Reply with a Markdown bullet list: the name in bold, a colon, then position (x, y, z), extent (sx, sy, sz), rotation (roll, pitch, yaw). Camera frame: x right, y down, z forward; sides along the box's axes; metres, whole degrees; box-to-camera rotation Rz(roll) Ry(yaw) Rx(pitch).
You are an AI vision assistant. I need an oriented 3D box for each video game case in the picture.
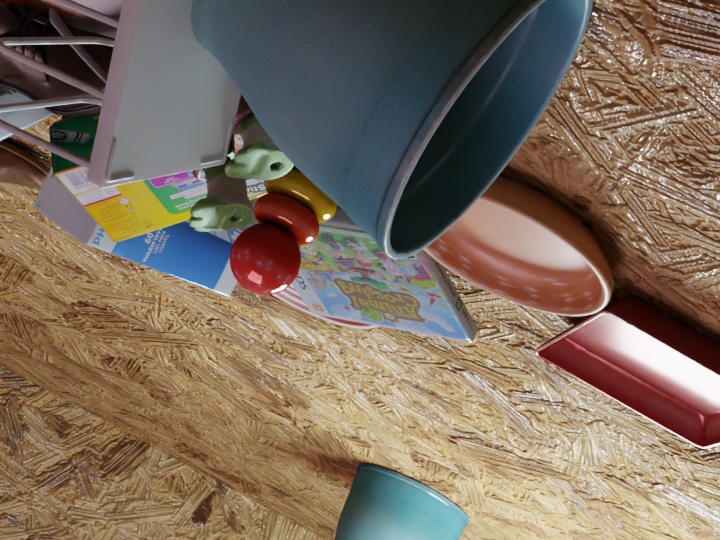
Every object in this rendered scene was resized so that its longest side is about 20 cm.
- **video game case**: position (0.000, 0.000, 1.543), extent (0.199, 0.022, 0.182), rotation (9, 149, 32)

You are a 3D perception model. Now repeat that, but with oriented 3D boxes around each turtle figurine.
- **turtle figurine**: position (-0.133, -0.139, 1.154), extent (0.143, 0.195, 0.200), rotation (-27, 150, 13)

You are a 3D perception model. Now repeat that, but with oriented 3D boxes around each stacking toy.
- **stacking toy**: position (-0.039, -0.072, 1.196), extent (0.085, 0.201, 0.085), rotation (24, 161, 9)

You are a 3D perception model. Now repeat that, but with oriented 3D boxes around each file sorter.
- **file sorter**: position (-0.153, -0.176, 1.025), extent (0.124, 0.201, 0.139), rotation (24, -160, 25)

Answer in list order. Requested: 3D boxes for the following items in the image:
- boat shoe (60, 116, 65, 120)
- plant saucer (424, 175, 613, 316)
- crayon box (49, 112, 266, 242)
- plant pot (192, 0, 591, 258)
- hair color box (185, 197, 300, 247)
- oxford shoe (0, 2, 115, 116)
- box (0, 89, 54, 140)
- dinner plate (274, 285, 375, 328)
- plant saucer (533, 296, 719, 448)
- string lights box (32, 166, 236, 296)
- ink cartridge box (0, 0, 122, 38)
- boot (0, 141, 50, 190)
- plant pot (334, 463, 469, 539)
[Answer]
- **boat shoe**: position (-0.215, -0.114, 1.521), extent (0.201, 0.063, 0.074), rotation (26, -162, 26)
- **plant saucer**: position (0.128, -0.028, 1.342), extent (0.199, 0.038, 0.200), rotation (25, 161, 9)
- **crayon box**: position (-0.149, -0.102, 1.334), extent (0.199, 0.058, 0.119), rotation (-17, 147, 10)
- **plant pot**: position (0.007, -0.143, 0.959), extent (0.188, 0.200, 0.200), rotation (37, 165, 15)
- **hair color box**: position (-0.134, -0.091, 1.442), extent (0.199, 0.100, 0.061), rotation (25, 165, 8)
- **oxford shoe**: position (-0.266, -0.180, 1.303), extent (0.199, 0.073, 0.084), rotation (12, 160, 27)
- **box**: position (-0.342, -0.159, 1.420), extent (0.122, 0.200, 0.048), rotation (15, 123, 34)
- **dinner plate**: position (-0.062, 0.005, 1.723), extent (0.199, 0.024, 0.200), rotation (26, 162, 9)
- **plant saucer**: position (0.281, 0.091, 1.445), extent (0.199, 0.037, 0.200), rotation (29, 163, -4)
- **string lights box**: position (-0.215, -0.043, 1.560), extent (0.103, 0.059, 0.200), rotation (30, -175, 42)
- **ink cartridge box**: position (-0.225, -0.212, 1.332), extent (0.199, 0.050, 0.162), rotation (32, 162, -2)
- **boot**: position (-0.445, -0.117, 1.862), extent (0.199, 0.076, 0.074), rotation (18, 158, 25)
- **plant pot**: position (0.044, 0.438, 2.477), extent (0.199, 0.189, 0.200), rotation (25, 161, 9)
